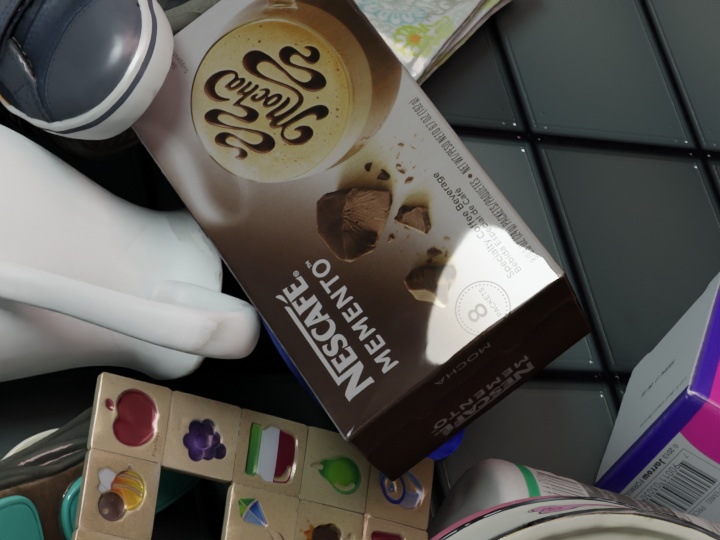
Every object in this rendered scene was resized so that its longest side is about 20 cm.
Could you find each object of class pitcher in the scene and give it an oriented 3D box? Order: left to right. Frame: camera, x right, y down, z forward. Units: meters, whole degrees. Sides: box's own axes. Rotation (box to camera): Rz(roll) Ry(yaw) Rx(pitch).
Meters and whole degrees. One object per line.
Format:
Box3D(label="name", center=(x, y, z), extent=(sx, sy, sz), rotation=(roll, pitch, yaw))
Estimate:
Box3D(label="pitcher", center=(-0.151, -0.001, 0.829), extent=(0.198, 0.171, 0.122), rotation=(12, 92, -23))

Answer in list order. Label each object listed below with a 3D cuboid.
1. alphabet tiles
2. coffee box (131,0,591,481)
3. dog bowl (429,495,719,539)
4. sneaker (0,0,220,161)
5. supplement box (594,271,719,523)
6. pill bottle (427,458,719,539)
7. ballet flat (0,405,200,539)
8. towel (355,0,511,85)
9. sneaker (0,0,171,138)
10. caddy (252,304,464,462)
Box3D(label="alphabet tiles", center=(-0.050, 0.159, 0.807), extent=(0.166, 0.008, 0.202), rotation=(17, 69, -25))
Box3D(label="coffee box", center=(-0.005, -0.026, 0.826), extent=(0.113, 0.080, 0.201), rotation=(-36, 67, 2))
Box3D(label="dog bowl", center=(0.082, 0.181, 0.776), extent=(0.199, 0.202, 0.074), rotation=(18, 9, -15))
Box3D(label="sneaker", center=(-0.107, -0.113, 0.961), extent=(0.114, 0.077, 0.199), rotation=(19, 32, 37))
Box3D(label="supplement box", center=(0.239, 0.106, 0.992), extent=(0.199, 0.101, 0.104), rotation=(31, 46, -4))
Box3D(label="pill bottle", center=(0.131, 0.165, 0.879), extent=(0.198, 0.113, 0.114), rotation=(18, 48, -15))
Box3D(label="ballet flat", center=(-0.147, 0.108, 0.811), extent=(0.068, 0.069, 0.199), rotation=(8, 21, 34))
Box3D(label="towel", center=(-0.005, -0.202, 1.140), extent=(0.200, 0.048, 0.171), rotation=(39, 46, 5))
Box3D(label="sneaker", center=(-0.160, -0.123, 0.833), extent=(0.079, 0.079, 0.200), rotation=(31, 5, -45))
Box3D(label="caddy", center=(0.000, 0.000, 0.947), extent=(0.141, 0.105, 0.201), rotation=(7, 47, -56))
